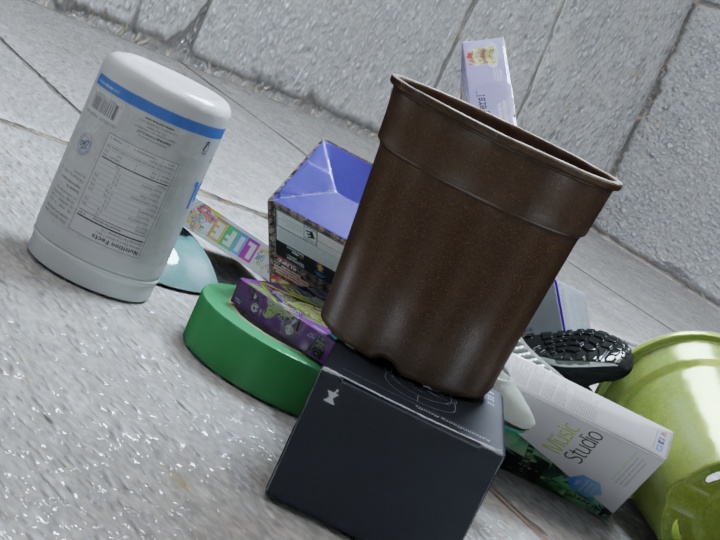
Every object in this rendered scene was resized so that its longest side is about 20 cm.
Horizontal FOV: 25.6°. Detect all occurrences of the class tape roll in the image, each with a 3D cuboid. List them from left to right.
[{"bbox_3d":[-0.063,0.077,1.451,0.198,0.049,0.201,26,10,-5],"label":"tape roll"}]

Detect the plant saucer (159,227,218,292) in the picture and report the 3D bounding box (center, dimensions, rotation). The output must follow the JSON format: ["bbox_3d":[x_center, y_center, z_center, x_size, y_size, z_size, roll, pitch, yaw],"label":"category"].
[{"bbox_3d":[-0.231,-0.039,1.650,0.199,0.039,0.201,25,9,-4],"label":"plant saucer"}]

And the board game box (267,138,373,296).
[{"bbox_3d":[0.000,0.000,1.546,0.158,0.097,0.201,29,-33,18],"label":"board game box"}]

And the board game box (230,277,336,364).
[{"bbox_3d":[-0.010,0.067,1.420,0.199,0.033,0.120,33,9,33],"label":"board game box"}]

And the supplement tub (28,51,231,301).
[{"bbox_3d":[-0.214,-0.088,1.476,0.131,0.202,0.132,24,10,-5],"label":"supplement tub"}]

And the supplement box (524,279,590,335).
[{"bbox_3d":[0.192,0.073,1.743,0.100,0.105,0.200,-12,-7,17],"label":"supplement box"}]

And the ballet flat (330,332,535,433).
[{"bbox_3d":[0.068,0.068,1.350,0.198,0.070,0.069,27,10,7],"label":"ballet flat"}]

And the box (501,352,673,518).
[{"bbox_3d":[0.170,0.149,1.462,0.198,0.037,0.145,27,-34,1],"label":"box"}]

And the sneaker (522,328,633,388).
[{"bbox_3d":[0.187,0.113,1.600,0.198,0.089,0.076,-3,19,32],"label":"sneaker"}]

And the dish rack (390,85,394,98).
[{"bbox_3d":[0.083,-0.071,1.559,0.043,0.202,0.172,-19,48,-16],"label":"dish rack"}]

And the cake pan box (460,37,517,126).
[{"bbox_3d":[0.133,-0.105,1.639,0.052,0.185,0.202,-4,49,1],"label":"cake pan box"}]

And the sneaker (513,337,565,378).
[{"bbox_3d":[0.123,0.092,1.523,0.200,0.079,0.079,48,45,-11],"label":"sneaker"}]

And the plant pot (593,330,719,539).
[{"bbox_3d":[0.332,0.190,1.529,0.198,0.202,0.185,23,21,-14],"label":"plant pot"}]

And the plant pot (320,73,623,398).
[{"bbox_3d":[0.073,-0.022,1.241,0.198,0.200,0.200,25,10,-5],"label":"plant pot"}]

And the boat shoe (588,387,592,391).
[{"bbox_3d":[0.212,0.150,1.715,0.069,0.067,0.199,30,10,24],"label":"boat shoe"}]

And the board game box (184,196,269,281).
[{"bbox_3d":[-0.167,-0.052,1.743,0.199,0.034,0.134,34,-2,-35],"label":"board game box"}]

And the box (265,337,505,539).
[{"bbox_3d":[0.025,0.131,1.221,0.147,0.108,0.200,26,9,1],"label":"box"}]
